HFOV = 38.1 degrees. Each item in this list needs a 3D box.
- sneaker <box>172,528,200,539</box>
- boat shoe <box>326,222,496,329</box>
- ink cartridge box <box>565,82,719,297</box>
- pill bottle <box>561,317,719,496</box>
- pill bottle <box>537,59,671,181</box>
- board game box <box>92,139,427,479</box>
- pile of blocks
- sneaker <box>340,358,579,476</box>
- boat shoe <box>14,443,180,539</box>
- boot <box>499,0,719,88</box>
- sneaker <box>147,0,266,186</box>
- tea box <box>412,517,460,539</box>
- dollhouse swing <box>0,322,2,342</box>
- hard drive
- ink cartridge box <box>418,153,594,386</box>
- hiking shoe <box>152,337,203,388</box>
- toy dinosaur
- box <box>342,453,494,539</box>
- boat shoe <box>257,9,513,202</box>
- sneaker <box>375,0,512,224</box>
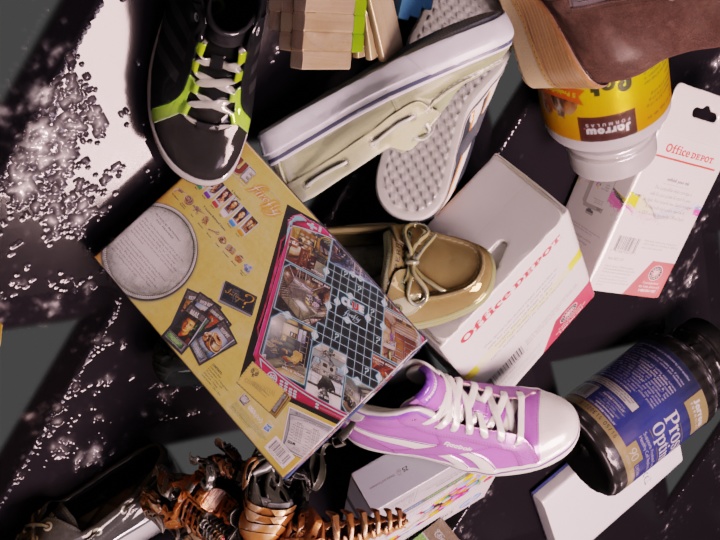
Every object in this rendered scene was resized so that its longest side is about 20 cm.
[{"bbox_3d":[-0.143,0.240,0.838,0.199,0.071,0.109,-35,176,-12],"label":"sneaker"},{"bbox_3d":[-0.001,-0.002,0.762,0.063,0.197,0.074,70,26,-66],"label":"boat shoe"},{"bbox_3d":[0.267,-0.081,0.981,0.115,0.067,0.203,7,113,-39],"label":"ink cartridge box"},{"bbox_3d":[0.306,0.139,1.110,0.198,0.112,0.113,-33,131,-16],"label":"pill bottle"},{"bbox_3d":[0.193,-0.175,0.842,0.108,0.109,0.202,-33,131,-15],"label":"pill bottle"},{"bbox_3d":[-0.069,0.022,0.719,0.135,0.200,0.035,-41,171,-6],"label":"board game box"},{"bbox_3d":[0.003,-0.196,0.710,0.200,0.062,0.083,-40,132,-33],"label":"pile of blocks"},{"bbox_3d":[0.078,0.112,0.809,0.197,0.074,0.115,1,156,1],"label":"sneaker"},{"bbox_3d":[-0.224,0.200,0.792,0.198,0.068,0.057,-30,122,-26],"label":"boat shoe"},{"bbox_3d":[0.157,-0.224,0.690,0.072,0.165,0.202,-43,116,-44],"label":"boot"},{"bbox_3d":[-0.096,-0.146,0.654,0.070,0.083,0.203,4,111,-12],"label":"sneaker"},{"bbox_3d":[0.056,0.384,1.027,0.196,0.134,0.201,-37,147,-12],"label":"tea box"},{"bbox_3d":[-0.306,0.099,0.592,0.200,0.175,0.182,-45,133,-6],"label":"dollhouse swing"},{"bbox_3d":[0.292,0.241,1.218,0.199,0.025,0.133,-36,131,-14],"label":"hard drive"},{"bbox_3d":[0.111,0.016,0.873,0.145,0.083,0.200,-46,153,-3],"label":"ink cartridge box"},{"bbox_3d":[-0.071,0.081,0.821,0.197,0.074,0.088,-3,115,-35],"label":"hiking shoe"},{"bbox_3d":[-0.063,0.162,0.758,0.102,0.197,0.138,94,11,-66],"label":"toy dinosaur"},{"bbox_3d":[0.058,0.196,0.947,0.154,0.041,0.201,-26,157,-18],"label":"box"},{"bbox_3d":[0.022,-0.115,0.733,0.198,0.072,0.063,-25,104,18],"label":"boat shoe"},{"bbox_3d":[0.061,-0.132,0.798,0.079,0.077,0.203,58,56,-85],"label":"sneaker"}]
